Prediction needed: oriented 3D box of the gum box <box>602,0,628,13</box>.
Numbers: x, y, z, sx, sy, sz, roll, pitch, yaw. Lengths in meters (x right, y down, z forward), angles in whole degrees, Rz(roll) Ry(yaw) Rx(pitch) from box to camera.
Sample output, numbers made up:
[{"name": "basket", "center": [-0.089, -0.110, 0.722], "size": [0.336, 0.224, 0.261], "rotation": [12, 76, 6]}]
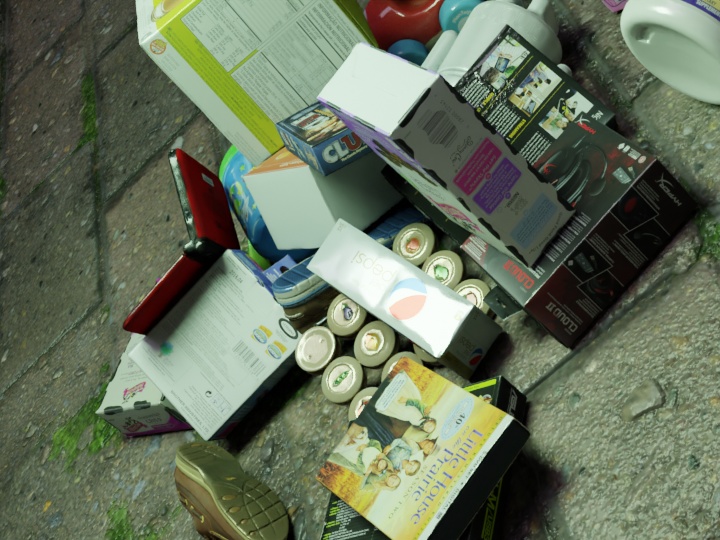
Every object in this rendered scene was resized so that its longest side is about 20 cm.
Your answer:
[{"name": "gum box", "center": [0.260, -0.376, 1.572], "size": [0.113, 0.200, 0.067], "rotation": [-19, 41, 38]}]

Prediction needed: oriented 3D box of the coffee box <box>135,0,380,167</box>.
[{"name": "coffee box", "center": [-0.118, -0.282, 1.714], "size": [0.197, 0.200, 0.200], "rotation": [-38, 28, 11]}]

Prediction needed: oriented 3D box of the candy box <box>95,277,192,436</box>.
[{"name": "candy box", "center": [-0.227, 0.098, 1.833], "size": [0.136, 0.061, 0.201], "rotation": [-12, 47, 46]}]

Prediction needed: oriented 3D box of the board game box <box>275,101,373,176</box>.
[{"name": "board game box", "center": [-0.007, -0.157, 1.563], "size": [0.135, 0.035, 0.200], "rotation": [-29, 17, -7]}]

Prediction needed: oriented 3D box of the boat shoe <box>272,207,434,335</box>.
[{"name": "boat shoe", "center": [0.000, 0.000, 1.624], "size": [0.199, 0.073, 0.072], "rotation": [-29, 24, -14]}]

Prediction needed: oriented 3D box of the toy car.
[{"name": "toy car", "center": [0.039, -0.362, 1.847], "size": [0.176, 0.200, 0.185], "rotation": [-37, 32, 20]}]

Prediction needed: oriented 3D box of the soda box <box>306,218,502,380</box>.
[{"name": "soda box", "center": [0.042, 0.027, 1.484], "size": [0.199, 0.068, 0.064], "rotation": [33, 87, 38]}]

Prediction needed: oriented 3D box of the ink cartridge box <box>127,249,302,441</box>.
[{"name": "ink cartridge box", "center": [-0.137, 0.071, 1.662], "size": [0.200, 0.136, 0.076], "rotation": [-46, -9, 8]}]

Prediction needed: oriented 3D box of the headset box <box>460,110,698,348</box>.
[{"name": "headset box", "center": [0.194, -0.033, 1.411], "size": [0.200, 0.075, 0.149], "rotation": [-48, 30, 4]}]

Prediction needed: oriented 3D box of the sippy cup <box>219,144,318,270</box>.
[{"name": "sippy cup", "center": [-0.093, -0.081, 1.783], "size": [0.138, 0.179, 0.131], "rotation": [-22, 38, 1]}]

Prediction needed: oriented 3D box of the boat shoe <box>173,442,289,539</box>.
[{"name": "boat shoe", "center": [-0.135, 0.249, 1.557], "size": [0.200, 0.071, 0.068], "rotation": [35, 118, 52]}]

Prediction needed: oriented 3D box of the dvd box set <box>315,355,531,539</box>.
[{"name": "dvd box set", "center": [0.050, 0.166, 1.339], "size": [0.147, 0.029, 0.200], "rotation": [-53, 29, -6]}]

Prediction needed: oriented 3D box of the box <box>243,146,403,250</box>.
[{"name": "box", "center": [-0.010, -0.116, 1.676], "size": [0.124, 0.098, 0.200], "rotation": [-5, 28, 50]}]

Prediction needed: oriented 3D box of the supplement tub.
[{"name": "supplement tub", "center": [0.349, -0.273, 1.400], "size": [0.201, 0.145, 0.145], "rotation": [-56, 31, -10]}]

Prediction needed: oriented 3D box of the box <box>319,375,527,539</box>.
[{"name": "box", "center": [0.050, 0.207, 1.372], "size": [0.199, 0.047, 0.195], "rotation": [-22, 39, 40]}]

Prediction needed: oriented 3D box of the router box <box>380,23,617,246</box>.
[{"name": "router box", "center": [0.140, -0.123, 1.522], "size": [0.149, 0.051, 0.200], "rotation": [42, 92, 15]}]

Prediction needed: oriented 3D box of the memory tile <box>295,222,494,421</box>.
[{"name": "memory tile", "center": [0.032, 0.058, 1.530], "size": [0.200, 0.017, 0.153], "rotation": [-47, 52, 6]}]

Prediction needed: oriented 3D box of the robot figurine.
[{"name": "robot figurine", "center": [0.144, -0.210, 1.630], "size": [0.168, 0.113, 0.201], "rotation": [19, 70, 31]}]

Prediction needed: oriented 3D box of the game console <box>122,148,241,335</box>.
[{"name": "game console", "center": [-0.210, -0.025, 1.692], "size": [0.117, 0.200, 0.174], "rotation": [-17, 82, 6]}]

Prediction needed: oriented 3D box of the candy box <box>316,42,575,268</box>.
[{"name": "candy box", "center": [0.077, -0.107, 1.373], "size": [0.072, 0.200, 0.168], "rotation": [-51, 29, -2]}]
